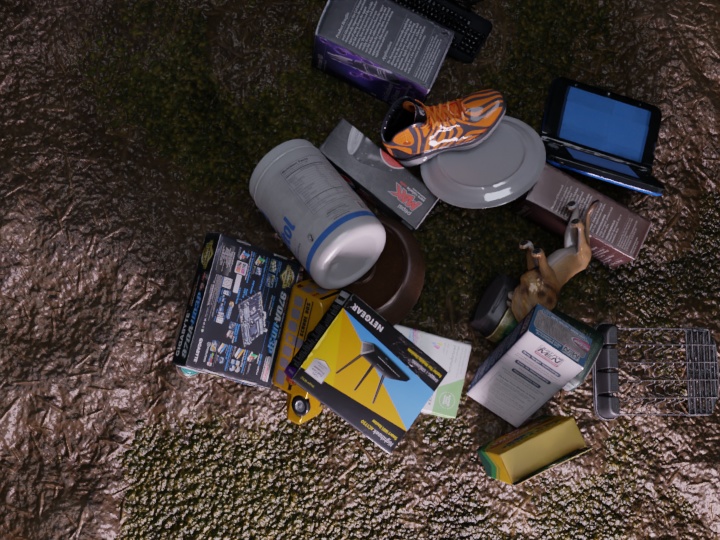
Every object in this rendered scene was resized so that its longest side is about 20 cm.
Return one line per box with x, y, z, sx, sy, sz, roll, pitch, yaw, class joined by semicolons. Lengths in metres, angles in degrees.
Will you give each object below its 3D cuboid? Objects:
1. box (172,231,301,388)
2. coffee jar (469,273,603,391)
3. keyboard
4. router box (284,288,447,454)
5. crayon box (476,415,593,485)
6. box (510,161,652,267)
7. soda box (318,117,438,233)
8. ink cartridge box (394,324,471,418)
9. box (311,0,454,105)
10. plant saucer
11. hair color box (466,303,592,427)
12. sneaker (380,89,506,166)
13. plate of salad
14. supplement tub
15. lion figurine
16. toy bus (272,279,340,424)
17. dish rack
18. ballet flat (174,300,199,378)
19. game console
-0.183;0.062;1.485;0.157;0.046;0.204;20;80;-39;box
0.272;0.094;1.545;0.198;0.085;0.105;33;81;-1;coffee jar
0.122;-0.410;1.569;0.197;0.040;0.105;21;111;-21;keyboard
0.010;0.146;1.432;0.199;0.051;0.150;39;85;-22;router box
0.254;0.263;1.464;0.125;0.200;0.052;-24;85;-8;crayon box
0.347;-0.086;1.567;0.198;0.100;0.076;30;81;-1;box
0.026;-0.147;1.563;0.199;0.063;0.071;39;81;0;soda box
0.060;0.147;1.527;0.196;0.067;0.120;14;82;-3;ink cartridge box
0.030;-0.346;1.546;0.197;0.148;0.106;25;81;-1;box
0.000;0.000;1.518;0.196;0.035;0.204;-6;67;14;plant saucer
0.250;0.146;1.479;0.099;0.201;0.061;32;50;-1;hair color box
0.120;-0.229;1.499;0.197;0.112;0.079;-27;63;15;sneaker
0.192;-0.167;1.552;0.196;0.048;0.203;-6;51;8;plate of salad
-0.065;-0.084;1.479;0.131;0.133;0.201;-36;61;-8;supplement tub
0.298;-0.009;1.481;0.198;0.072;0.124;-33;120;-16;lion figurine
-0.079;0.123;1.485;0.077;0.065;0.204;23;112;25;toy bus
0.470;0.160;1.573;0.195;0.055;0.157;1;84;-7;dish rack
-0.241;0.066;1.510;0.068;0.067;0.203;30;73;-33;ballet flat
0.394;-0.217;1.584;0.196;0.171;0.120;15;108;-3;game console
